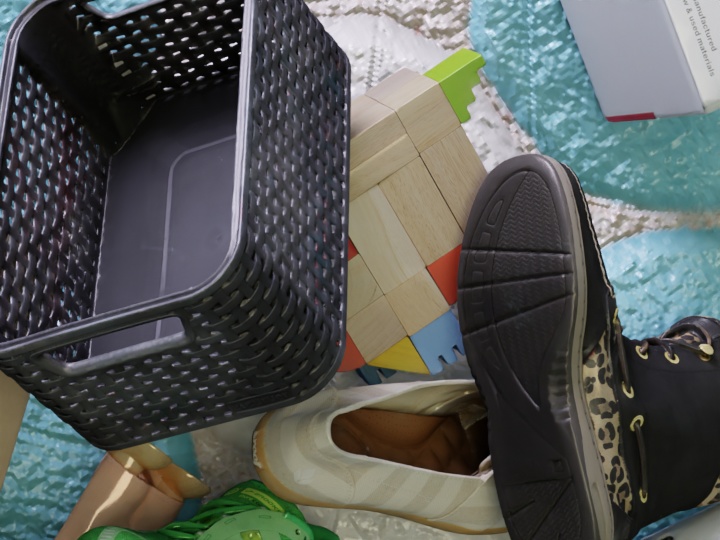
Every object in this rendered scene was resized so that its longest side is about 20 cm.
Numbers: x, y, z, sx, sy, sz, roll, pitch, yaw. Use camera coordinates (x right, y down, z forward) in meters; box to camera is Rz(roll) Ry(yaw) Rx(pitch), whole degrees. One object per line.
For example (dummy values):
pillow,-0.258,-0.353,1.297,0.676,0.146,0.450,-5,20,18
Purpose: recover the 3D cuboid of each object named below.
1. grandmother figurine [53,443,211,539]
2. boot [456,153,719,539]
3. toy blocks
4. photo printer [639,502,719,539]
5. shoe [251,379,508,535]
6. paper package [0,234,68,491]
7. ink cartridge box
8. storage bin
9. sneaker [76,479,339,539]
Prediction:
grandmother figurine,-0.151,0.173,0.951,0.121,0.061,0.200,43,76,-39
boot,0.127,0.040,0.979,0.151,0.073,0.200,-7,87,-46
toy blocks,0.000,0.000,0.975,0.200,0.100,0.137,-34,112,-8
photo printer,0.171,0.218,1.029,0.200,0.069,0.166,-24,101,-10
shoe,0.043,0.089,0.965,0.200,0.053,0.070,5,63,-37
paper package,-0.242,0.055,0.852,0.103,0.200,0.191,18,90,27
ink cartridge box,0.218,-0.147,0.978,0.200,0.145,0.083,-23,96,-10
storage bin,-0.084,-0.036,0.874,0.135,0.200,0.094,-16,143,22
sneaker,-0.072,0.135,0.927,0.074,0.200,0.084,18,86,28
